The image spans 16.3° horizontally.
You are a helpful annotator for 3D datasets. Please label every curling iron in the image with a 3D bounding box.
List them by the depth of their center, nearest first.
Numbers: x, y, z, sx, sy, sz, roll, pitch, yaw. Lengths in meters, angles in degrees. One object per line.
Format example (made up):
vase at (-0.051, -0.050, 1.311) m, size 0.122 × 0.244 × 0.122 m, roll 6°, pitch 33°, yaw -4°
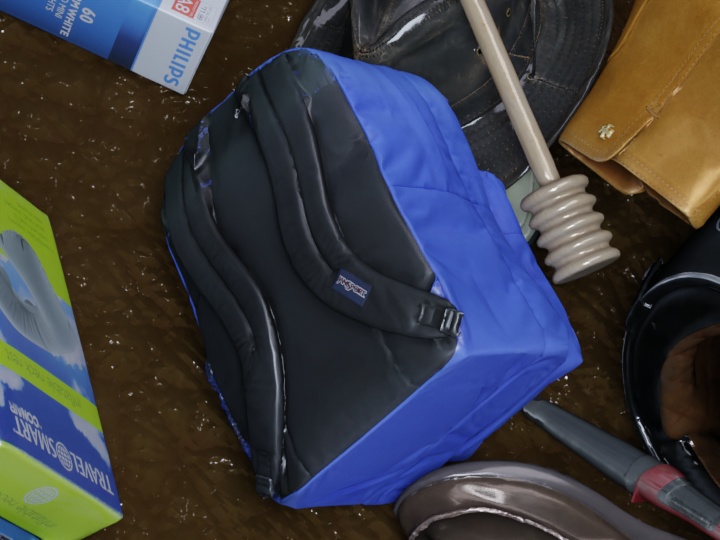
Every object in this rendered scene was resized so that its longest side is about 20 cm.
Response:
curling iron at (0.153, 0.112, 1.266) m, size 0.200 × 0.050 × 0.026 m, roll 28°, pitch 83°, yaw 40°

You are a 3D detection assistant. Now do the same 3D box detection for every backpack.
backpack at (0.000, 0.000, 1.256) m, size 0.168 × 0.162 × 0.200 m, roll 7°, pitch 49°, yaw -54°

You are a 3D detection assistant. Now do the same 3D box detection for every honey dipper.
honey dipper at (0.075, -0.090, 1.279) m, size 0.038 × 0.038 × 0.200 m, roll -19°, pitch 80°, yaw -31°

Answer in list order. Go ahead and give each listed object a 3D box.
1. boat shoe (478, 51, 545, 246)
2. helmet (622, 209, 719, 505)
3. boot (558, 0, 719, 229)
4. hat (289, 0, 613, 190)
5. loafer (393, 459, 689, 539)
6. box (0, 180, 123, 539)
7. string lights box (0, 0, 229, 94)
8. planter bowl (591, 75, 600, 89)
boat shoe at (0.069, -0.081, 1.396) m, size 0.066 × 0.074 × 0.199 m, roll 43°, pitch 21°, yaw -51°
helmet at (0.253, 0.044, 1.306) m, size 0.191 × 0.200 × 0.200 m, roll -22°, pitch 67°, yaw -36°
boot at (0.150, -0.120, 1.299) m, size 0.144 × 0.071 × 0.201 m, roll -45°, pitch 51°, yaw 1°
hat at (0.036, -0.132, 1.344) m, size 0.200 × 0.081 × 0.201 m, roll -8°, pitch 58°, yaw 14°
loafer at (0.110, 0.154, 1.241) m, size 0.200 × 0.073 × 0.071 m, roll 20°, pitch 51°, yaw -8°
box at (-0.173, 0.041, 1.181) m, size 0.048 × 0.122 × 0.200 m, roll -25°, pitch 61°, yaw 13°
string lights box at (-0.164, -0.187, 1.376) m, size 0.200 × 0.059 × 0.103 m, roll 24°, pitch 50°, yaw -5°
planter bowl at (0.214, -0.110, 1.385) m, size 0.200 × 0.200 × 0.084 m, roll 1°, pitch 101°, yaw -21°
